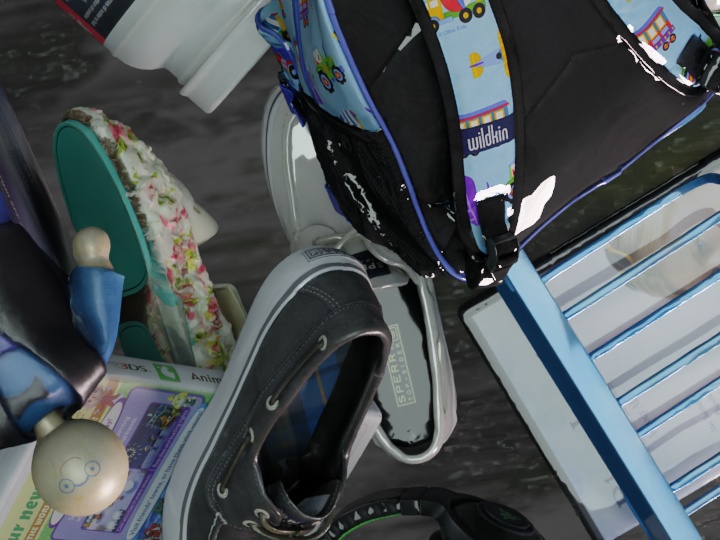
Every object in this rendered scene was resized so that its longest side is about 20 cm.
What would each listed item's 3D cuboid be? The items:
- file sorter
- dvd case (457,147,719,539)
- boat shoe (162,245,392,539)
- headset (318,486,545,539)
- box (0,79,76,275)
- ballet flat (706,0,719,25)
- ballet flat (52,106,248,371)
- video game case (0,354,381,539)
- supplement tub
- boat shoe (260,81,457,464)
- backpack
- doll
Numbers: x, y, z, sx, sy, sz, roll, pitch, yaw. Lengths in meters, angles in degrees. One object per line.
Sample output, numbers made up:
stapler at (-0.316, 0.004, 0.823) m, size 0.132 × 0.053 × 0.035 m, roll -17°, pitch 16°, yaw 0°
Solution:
file sorter at (0.149, 0.029, 1.130) m, size 0.122 × 0.139 × 0.200 m, roll -33°, pitch 96°, yaw -1°
dvd case at (0.168, 0.029, 1.207) m, size 0.200 × 0.018 × 0.143 m, roll -31°, pitch 98°, yaw 3°
boat shoe at (-0.032, 0.086, 1.081) m, size 0.070 × 0.066 × 0.200 m, roll 4°, pitch 124°, yaw -34°
headset at (0.066, 0.171, 1.209) m, size 0.199 × 0.094 × 0.124 m, roll 5°, pitch 102°, yaw 13°
box at (-0.215, -0.040, 1.090) m, size 0.123 × 0.198 × 0.201 m, roll -24°, pitch 91°, yaw 0°
ballet flat at (0.145, -0.183, 1.154) m, size 0.074 × 0.074 × 0.200 m, roll -32°, pitch 97°, yaw 3°
ballet flat at (-0.093, 0.008, 1.181) m, size 0.064 × 0.075 × 0.201 m, roll -27°, pitch 105°, yaw -37°
video game case at (-0.107, 0.130, 1.137) m, size 0.182 × 0.022 × 0.200 m, roll 11°, pitch 120°, yaw -38°
supplement tub at (-0.105, -0.184, 1.111) m, size 0.200 × 0.140 × 0.140 m, roll 42°, pitch 95°, yaw -6°
boat shoe at (0.000, 0.000, 1.175) m, size 0.072 × 0.066 × 0.201 m, roll -13°, pitch 98°, yaw 0°
backpack at (0.042, -0.122, 1.018) m, size 0.182 × 0.134 × 0.200 m, roll -38°, pitch 122°, yaw -17°
doll at (-0.164, 0.016, 0.966) m, size 0.136 × 0.048 × 0.200 m, roll -38°, pitch 96°, yaw -9°
